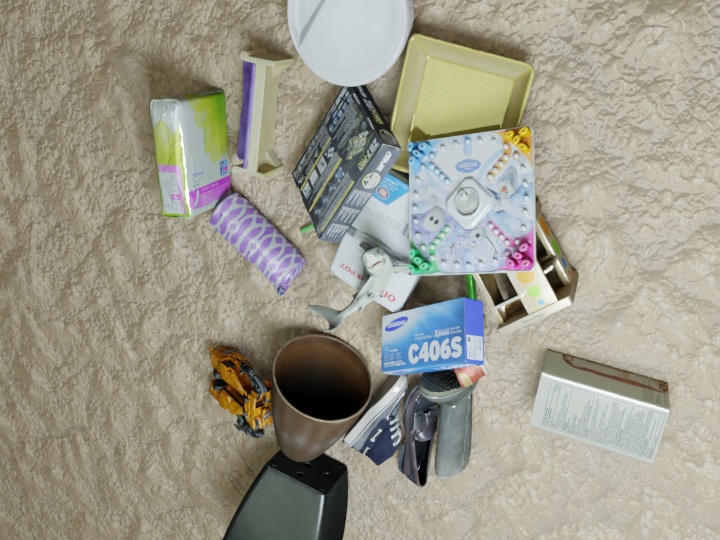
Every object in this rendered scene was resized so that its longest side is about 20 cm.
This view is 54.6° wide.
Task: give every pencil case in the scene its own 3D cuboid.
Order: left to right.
[{"bbox_3d":[-0.187,-0.049,1.271,0.200,0.084,0.086,46,142,4],"label":"pencil case"}]

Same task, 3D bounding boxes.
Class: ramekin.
[{"bbox_3d":[-0.007,-0.392,1.066,0.196,0.094,0.209,8,111,20],"label":"ramekin"}]

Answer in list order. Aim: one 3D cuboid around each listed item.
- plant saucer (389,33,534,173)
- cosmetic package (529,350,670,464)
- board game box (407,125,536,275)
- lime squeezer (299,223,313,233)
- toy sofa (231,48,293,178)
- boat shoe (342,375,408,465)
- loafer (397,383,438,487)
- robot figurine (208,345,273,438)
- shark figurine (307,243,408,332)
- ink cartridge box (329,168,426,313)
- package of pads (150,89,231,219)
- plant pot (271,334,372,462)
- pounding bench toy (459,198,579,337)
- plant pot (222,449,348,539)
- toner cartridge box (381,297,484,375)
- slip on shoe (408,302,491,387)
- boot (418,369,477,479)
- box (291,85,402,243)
[{"bbox_3d":[0.149,-0.236,1.073,0.195,0.048,0.206,19,111,13],"label":"plant saucer"},{"bbox_3d":[0.379,0.214,1.114,0.195,0.087,0.106,16,115,16],"label":"cosmetic package"},{"bbox_3d":[0.156,-0.099,1.018,0.195,0.026,0.207,-2,85,30],"label":"board game box"},{"bbox_3d":[-0.048,-0.130,1.206,0.070,0.038,0.203,31,118,10],"label":"lime squeezer"},{"bbox_3d":[-0.180,-0.268,1.189,0.095,0.083,0.206,16,113,15],"label":"toy sofa"},{"bbox_3d":[0.053,0.276,1.290,0.092,0.075,0.201,36,125,-1],"label":"boat shoe"},{"bbox_3d":[0.113,0.299,1.257,0.063,0.070,0.205,42,134,48],"label":"loafer"},{"bbox_3d":[-0.229,0.231,1.352,0.198,0.057,0.149,27,120,41],"label":"robot figurine"},{"bbox_3d":[0.002,0.008,1.129,0.091,0.126,0.216,60,140,22],"label":"shark figurine"},{"bbox_3d":[0.055,-0.059,1.160,0.143,0.084,0.204,30,116,10],"label":"ink cartridge box"},{"bbox_3d":[-0.292,-0.204,1.217,0.066,0.154,0.206,6,110,20],"label":"package of pads"},{"bbox_3d":[-0.090,0.258,1.293,0.184,0.187,0.203,29,131,11],"label":"plant pot"},{"bbox_3d":[0.213,0.003,1.091,0.197,0.124,0.159,-29,95,28],"label":"pounding bench toy"},{"bbox_3d":[-0.127,0.456,1.363,0.195,0.199,0.182,21,103,14],"label":"plant pot"},{"bbox_3d":[0.109,0.108,1.099,0.198,0.042,0.098,-19,64,51],"label":"toner cartridge box"},{"bbox_3d":[0.133,0.118,1.149,0.061,0.200,0.074,-41,133,-4],"label":"slip on shoe"},{"bbox_3d":[0.146,0.259,1.186,0.072,0.179,0.206,28,115,37],"label":"boot"},{"bbox_3d":[-0.029,-0.174,1.122,0.201,0.048,0.164,-54,45,32],"label":"box"}]
